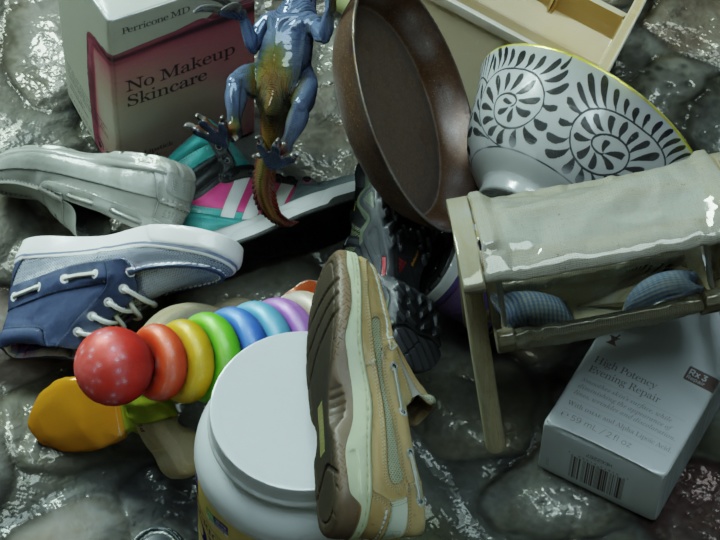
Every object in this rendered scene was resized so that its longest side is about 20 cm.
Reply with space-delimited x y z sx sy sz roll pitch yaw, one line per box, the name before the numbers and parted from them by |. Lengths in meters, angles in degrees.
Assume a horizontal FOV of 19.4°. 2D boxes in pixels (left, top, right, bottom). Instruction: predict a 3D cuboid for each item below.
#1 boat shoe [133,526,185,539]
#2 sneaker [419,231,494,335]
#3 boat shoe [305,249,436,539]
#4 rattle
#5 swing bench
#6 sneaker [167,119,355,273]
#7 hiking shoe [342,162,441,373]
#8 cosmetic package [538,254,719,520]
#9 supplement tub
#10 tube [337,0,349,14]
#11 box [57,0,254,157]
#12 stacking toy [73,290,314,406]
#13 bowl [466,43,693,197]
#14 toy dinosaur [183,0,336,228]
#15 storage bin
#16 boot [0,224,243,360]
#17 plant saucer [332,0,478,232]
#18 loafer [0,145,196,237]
boat shoe | -0.151 0.257 1.449 0.076 0.060 0.200 5 55 1
sneaker | 0.101 -0.028 1.672 0.088 0.076 0.200 32 46 -15
boat shoe | 0.010 0.081 1.341 0.076 0.072 0.200 7 61 -16
rattle | -0.128 0.078 1.597 0.130 0.143 0.200 50 44 -8
swing bench | 0.168 0.006 1.470 0.199 0.200 0.130 -9 49 1
sneaker | -0.083 -0.069 1.675 0.200 0.084 0.121 -18 67 -13
hiking shoe | 0.000 0.000 1.585 0.101 0.076 0.200 -26 48 28
cosmetic package | 0.223 0.078 1.586 0.102 0.074 0.200 25 58 15
supplement tub | -0.041 0.147 1.446 0.145 0.200 0.145 1 54 -2
tube | 0.064 -0.193 1.787 0.200 0.052 0.058 38 83 19
box | -0.161 -0.187 1.679 0.128 0.200 0.109 -23 59 -17
stacking toy | -0.109 0.063 1.475 0.200 0.085 0.085 -5 50 -41
bowl | 0.149 -0.066 1.578 0.201 0.201 0.094 30 69 18
toy dinosaur | -0.069 -0.167 1.583 0.105 0.200 0.182 15 58 6
storage bin | 0.117 -0.211 1.727 0.200 0.094 0.199 28 39 4
boot | -0.179 0.022 1.580 0.200 0.073 0.090 -5 64 32
plant saucer | 0.030 -0.121 1.569 0.034 0.200 0.200 -15 50 24
loafer | -0.215 -0.057 1.640 0.200 0.070 0.070 6 81 38
